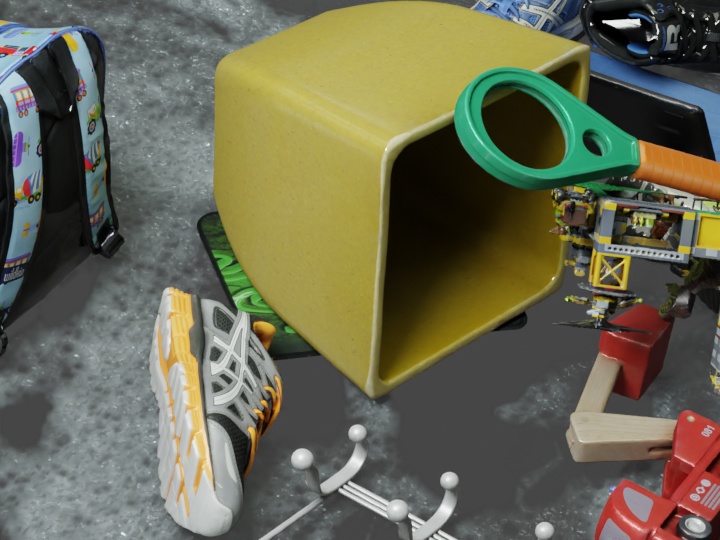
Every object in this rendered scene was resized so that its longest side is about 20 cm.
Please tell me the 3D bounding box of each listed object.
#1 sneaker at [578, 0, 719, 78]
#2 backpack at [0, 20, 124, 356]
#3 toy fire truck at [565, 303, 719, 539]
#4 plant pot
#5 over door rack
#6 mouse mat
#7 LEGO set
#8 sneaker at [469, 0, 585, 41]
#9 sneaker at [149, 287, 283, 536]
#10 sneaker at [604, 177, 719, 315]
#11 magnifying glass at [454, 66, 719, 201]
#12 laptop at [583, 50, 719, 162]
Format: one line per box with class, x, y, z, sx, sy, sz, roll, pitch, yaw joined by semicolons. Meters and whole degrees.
sneaker;0.267;-0.178;1.749;0.200;0.073;0.112;11;16;18
backpack;-0.242;-0.069;1.430;0.134;0.200;0.183;24;41;18
toy fire truck;0.182;0.110;1.405;0.141;0.049;0.200;27;41;21
plant pot;0.009;-0.072;1.491;0.200;0.196;0.194;31;43;35
over door rack;0.003;0.171;1.281;0.148;0.067;0.200;27;41;23
mouse mat;0.000;0.000;1.546;0.200;0.008;0.161;-7;41;-18
LEGO set;0.211;0.015;1.436;0.200;0.116;0.154;7;8;-11
sneaker;0.114;-0.200;1.760;0.076;0.077;0.200;24;39;24
sneaker;-0.083;0.083;1.372;0.077;0.078;0.200;9;38;-15
sneaker;0.263;-0.022;1.573;0.200;0.077;0.085;38;38;29
magnifying glass;0.150;-0.074;1.383;0.200;0.022;0.080;13;56;-20
laptop;0.203;-0.143;1.672;0.187;0.200;0.116;21;72;24
